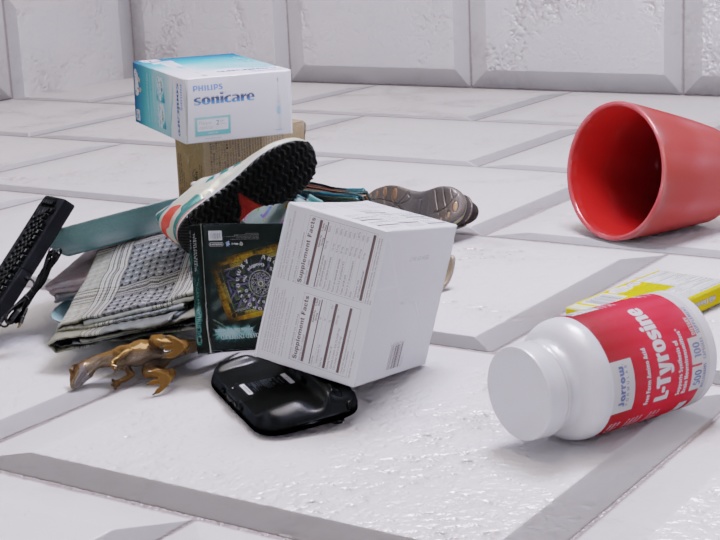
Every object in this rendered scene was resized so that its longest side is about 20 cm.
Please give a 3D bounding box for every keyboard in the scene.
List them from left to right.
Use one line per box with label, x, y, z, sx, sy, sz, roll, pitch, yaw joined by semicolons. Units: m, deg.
keyboard;-0.391;0.004;1.727;0.021;0.200;0.127;37;-14;-36

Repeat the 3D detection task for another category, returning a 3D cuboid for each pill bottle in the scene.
pill bottle;0.217;0.089;1.365;0.200;0.113;0.112;-13;17;-34

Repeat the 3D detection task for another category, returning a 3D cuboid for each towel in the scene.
towel;-0.262;-0.014;1.841;0.199;0.032;0.191;-11;15;14
towel;-0.235;0.012;1.668;0.192;0.035;0.200;-10;31;16
towel;-0.003;-0.066;1.991;0.146;0.022;0.200;11;-17;37

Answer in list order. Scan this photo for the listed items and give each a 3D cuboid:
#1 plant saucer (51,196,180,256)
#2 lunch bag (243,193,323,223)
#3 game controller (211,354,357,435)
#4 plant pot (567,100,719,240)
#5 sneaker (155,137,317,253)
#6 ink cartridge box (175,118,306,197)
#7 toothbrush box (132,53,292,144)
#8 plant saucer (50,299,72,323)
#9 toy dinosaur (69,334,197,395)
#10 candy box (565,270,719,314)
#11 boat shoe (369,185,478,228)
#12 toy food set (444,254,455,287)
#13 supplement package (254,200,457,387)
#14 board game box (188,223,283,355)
plant saucer;-0.290;-0.052;1.825;0.199;0.036;0.200;-15;3;1
lunch bag;-0.097;-0.018;1.757;0.077;0.161;0.200;33;-1;-21
game controller;-0.079;0.118;1.483;0.104;0.042;0.200;-22;19;-15
plant pot;0.423;-0.138;2.136;0.177;0.201;0.200;0;10;-33
sneaker;-0.144;-0.095;1.695;0.200;0.070;0.093;-37;35;-22
ink cartridge box;-0.155;-0.095;1.998;0.164;0.201;0.075;-12;18;-37
toothbrush box;-0.191;-0.223;1.929;0.146;0.086;0.200;-9;16;-26
plant saucer;-0.259;0.043;1.760;0.200;0.039;0.201;-12;13;3
toy dinosaur;-0.205;0.084;1.576;0.199;0.061;0.106;-8;13;-22
candy box;0.334;0.037;1.737;0.102;0.027;0.200;13;21;41
boat shoe;0.087;-0.081;2.208;0.200;0.075;0.073;5;-10;44
toy food set;0.000;0.000;1.877;0.200;0.061;0.143;-14;18;-39
supplement package;-0.001;0.018;1.506;0.111;0.156;0.200;17;9;21
board game box;-0.090;0.017;1.608;0.200;0.136;0.028;-2;-3;-39
